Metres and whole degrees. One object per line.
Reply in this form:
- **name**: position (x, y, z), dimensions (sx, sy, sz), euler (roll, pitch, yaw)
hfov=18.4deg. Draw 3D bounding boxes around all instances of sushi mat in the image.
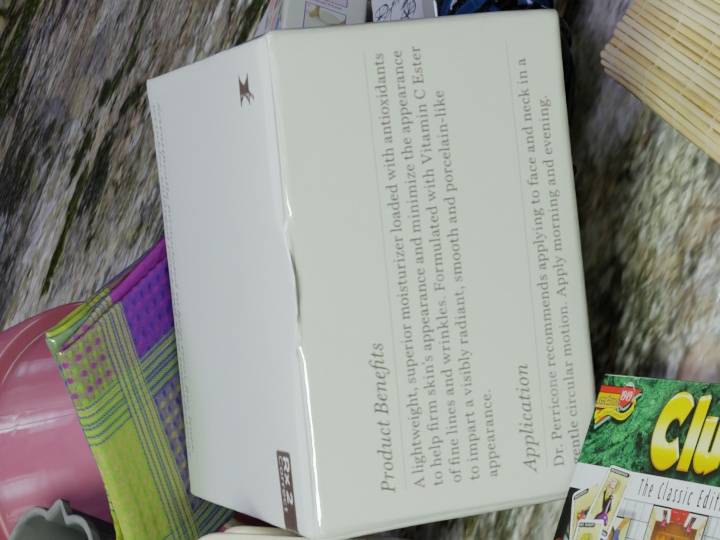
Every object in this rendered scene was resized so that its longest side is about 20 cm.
- **sushi mat**: position (0.151, -0.101, 0.926), dimensions (0.096, 0.012, 0.200), euler (-65, 18, 12)

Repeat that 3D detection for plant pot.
- **plant pot**: position (-0.108, 0.101, 1.211), dimensions (0.178, 0.199, 0.201), euler (-22, 47, 46)

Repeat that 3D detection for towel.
- **towel**: position (-0.078, 0.048, 1.063), dimensions (0.023, 0.145, 0.200), euler (-4, 25, 28)

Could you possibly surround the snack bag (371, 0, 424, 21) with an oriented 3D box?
- **snack bag**: position (0.057, -0.202, 1.303), dimensions (0.200, 0.021, 0.189), euler (-56, 22, 36)

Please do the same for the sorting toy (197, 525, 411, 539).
- **sorting toy**: position (-0.023, 0.206, 0.976), dimensions (0.200, 0.106, 0.182), euler (90, -177, -85)

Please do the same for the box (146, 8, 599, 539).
- **box**: position (0.000, 0.000, 0.955), dimensions (0.200, 0.130, 0.201), euler (180, 84, -71)

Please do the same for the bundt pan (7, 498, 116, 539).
- **bundt pan**: position (-0.134, 0.219, 1.083), dimensions (0.202, 0.075, 0.203), euler (-36, 47, 50)

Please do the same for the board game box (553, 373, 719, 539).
- **board game box**: position (0.121, 0.092, 0.788), dimensions (0.106, 0.023, 0.200), euler (-70, 17, -8)

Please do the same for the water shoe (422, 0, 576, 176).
- **water shoe**: position (0.077, -0.107, 1.070), dimensions (0.079, 0.071, 0.202), euler (-40, 44, 51)

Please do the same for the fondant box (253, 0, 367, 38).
- **fondant box**: position (-0.048, -0.077, 1.394), dimensions (0.145, 0.058, 0.201), euler (120, 160, -46)
